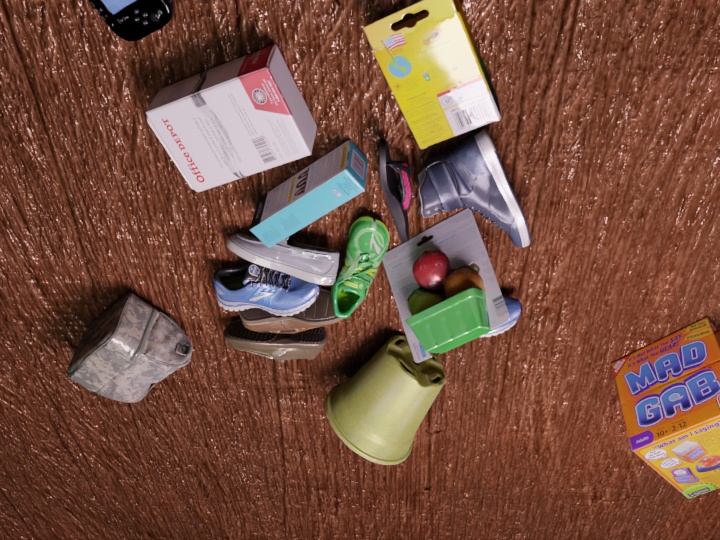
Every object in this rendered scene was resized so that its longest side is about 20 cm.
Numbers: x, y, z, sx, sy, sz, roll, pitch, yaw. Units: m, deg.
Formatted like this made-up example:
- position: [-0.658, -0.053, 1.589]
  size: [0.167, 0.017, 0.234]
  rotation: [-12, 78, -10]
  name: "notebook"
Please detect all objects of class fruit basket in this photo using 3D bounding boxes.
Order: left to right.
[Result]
- position: [0.137, 0.026, 1.166]
  size: [0.184, 0.202, 0.093]
  rotation: [-29, 151, 27]
  name: "fruit basket"

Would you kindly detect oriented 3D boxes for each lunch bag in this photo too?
- position: [-0.438, 0.162, 1.364]
  size: [0.167, 0.140, 0.199]
  rotation: [38, 126, -25]
  name: "lunch bag"

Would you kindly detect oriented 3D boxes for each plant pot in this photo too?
- position: [0.062, 0.232, 1.361]
  size: [0.199, 0.201, 0.185]
  rotation: [25, 118, -17]
  name: "plant pot"

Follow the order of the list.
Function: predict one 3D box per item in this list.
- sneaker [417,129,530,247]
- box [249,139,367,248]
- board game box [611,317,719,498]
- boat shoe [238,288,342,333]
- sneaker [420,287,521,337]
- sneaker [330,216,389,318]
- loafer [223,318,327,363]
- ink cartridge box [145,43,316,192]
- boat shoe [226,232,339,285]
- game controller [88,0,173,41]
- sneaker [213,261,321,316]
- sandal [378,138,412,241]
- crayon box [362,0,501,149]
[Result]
- position: [0.169, -0.099, 1.098]
  size: [0.145, 0.077, 0.203]
  rotation: [-26, 116, 13]
  name: "sneaker"
- position: [-0.082, -0.118, 1.114]
  size: [0.199, 0.083, 0.049]
  rotation: [-28, 125, 28]
  name: "box"
- position: [0.615, 0.253, 1.297]
  size: [0.199, 0.201, 0.199]
  rotation: [-34, 121, 31]
  name: "board game box"
- position: [-0.121, 0.078, 1.311]
  size: [0.197, 0.073, 0.068]
  rotation: [0, 150, 4]
  name: "boat shoe"
- position: [0.183, 0.058, 1.238]
  size: [0.197, 0.079, 0.090]
  rotation: [3, 135, 3]
  name: "sneaker"
- position: [0.000, 0.000, 1.206]
  size: [0.073, 0.084, 0.201]
  rotation: [13, 124, -8]
  name: "sneaker"
- position: [-0.163, 0.140, 1.359]
  size: [0.197, 0.076, 0.068]
  rotation: [7, 126, 0]
  name: "loafer"
- position: [-0.184, -0.218, 1.033]
  size: [0.198, 0.083, 0.148]
  rotation: [-14, 129, 17]
  name: "ink cartridge box"
- position: [-0.128, -0.037, 1.206]
  size: [0.199, 0.070, 0.072]
  rotation: [18, 101, 7]
  name: "boat shoe"
- position: [-0.332, -0.394, 0.917]
  size: [0.103, 0.042, 0.201]
  rotation: [-20, 126, 22]
  name: "game controller"
- position: [-0.167, 0.027, 1.249]
  size: [0.197, 0.079, 0.090]
  rotation: [-2, 143, 8]
  name: "sneaker"
- position: [0.064, -0.126, 1.101]
  size: [0.045, 0.076, 0.201]
  rotation: [-6, 139, 15]
  name: "sandal"
- position: [0.101, -0.278, 0.972]
  size: [0.126, 0.051, 0.201]
  rotation: [-17, 129, 19]
  name: "crayon box"
